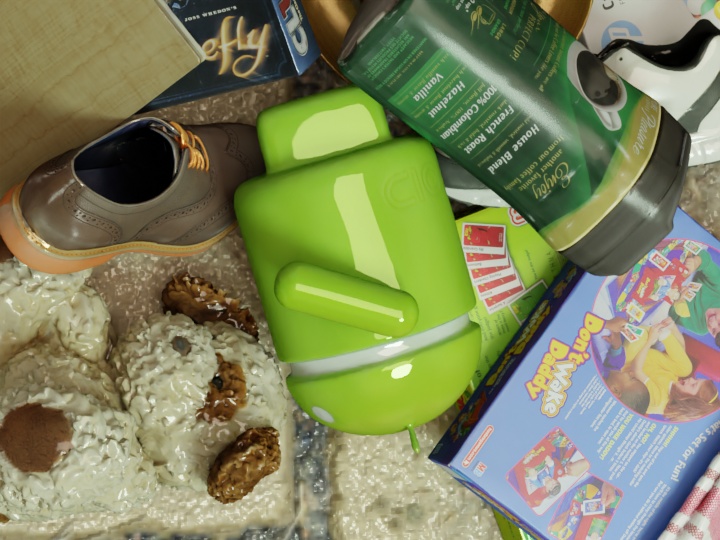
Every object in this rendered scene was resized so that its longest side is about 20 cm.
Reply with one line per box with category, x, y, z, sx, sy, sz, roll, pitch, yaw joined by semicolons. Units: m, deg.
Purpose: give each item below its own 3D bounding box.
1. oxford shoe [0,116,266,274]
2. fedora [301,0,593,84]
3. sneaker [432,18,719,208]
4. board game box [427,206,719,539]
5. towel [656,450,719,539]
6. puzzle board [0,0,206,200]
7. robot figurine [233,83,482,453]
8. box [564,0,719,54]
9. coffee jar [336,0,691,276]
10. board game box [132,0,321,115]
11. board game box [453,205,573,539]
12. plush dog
oxford shoe;-0.104;-0.050;1.319;0.200;0.073;0.071;-24;77;-49
fedora;0.045;-0.184;1.369;0.200;0.082;0.202;0;98;1
sneaker;0.128;-0.093;1.391;0.199;0.074;0.080;-15;119;-5
board game box;0.152;0.069;1.391;0.134;0.045;0.200;38;82;-12
towel;0.227;0.141;1.417;0.030;0.146;0.200;32;83;27
puzzle board;-0.197;-0.123;1.302;0.200;0.017;0.151;-33;99;30
robot figurine;0.000;0.000;1.328;0.115;0.175;0.201;-16;95;-3
box;0.202;-0.213;1.452;0.199;0.041;0.156;-21;96;-12
coffee jar;0.088;-0.088;1.300;0.200;0.104;0.085;39;122;-11
board game box;-0.136;-0.151;1.294;0.199;0.035;0.136;-12;111;26
board game box;0.104;0.055;1.427;0.101;0.048;0.201;-21;96;-13
plush dog;-0.124;0.079;1.324;0.171;0.200;0.161;-5;133;-11
